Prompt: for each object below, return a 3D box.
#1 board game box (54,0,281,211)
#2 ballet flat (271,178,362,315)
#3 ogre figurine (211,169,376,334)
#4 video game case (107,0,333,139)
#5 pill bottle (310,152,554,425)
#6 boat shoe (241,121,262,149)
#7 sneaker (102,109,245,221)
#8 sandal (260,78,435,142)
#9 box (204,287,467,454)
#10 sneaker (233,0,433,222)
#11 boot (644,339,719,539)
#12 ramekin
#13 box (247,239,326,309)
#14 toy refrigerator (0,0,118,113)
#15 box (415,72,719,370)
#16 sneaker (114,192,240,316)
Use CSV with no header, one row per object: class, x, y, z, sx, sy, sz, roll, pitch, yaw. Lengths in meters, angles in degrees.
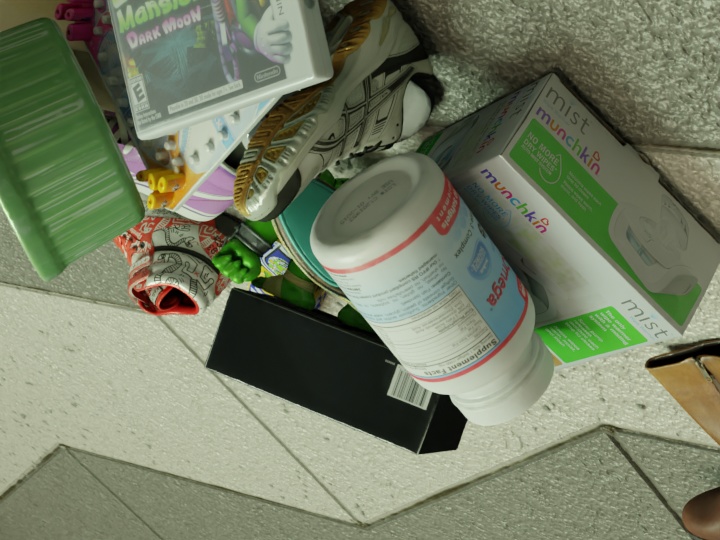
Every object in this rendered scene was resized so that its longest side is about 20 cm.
board game box,-0.146,-0.176,1.125,0.200,0.026,0.200,-42,70,43
ballet flat,0.000,0.000,1.189,0.200,0.071,0.071,40,148,-9
ogre figurine,-0.010,-0.018,1.264,0.200,0.120,0.098,22,-176,4
video game case,-0.111,-0.200,1.048,0.200,0.023,0.182,-12,91,45
pill bottle,0.059,0.019,1.097,0.109,0.109,0.200,-5,133,45
boat shoe,-0.103,-0.164,1.215,0.066,0.070,0.200,30,159,44
sneaker,-0.183,-0.117,1.322,0.200,0.073,0.114,19,152,-27
sandal,-0.042,-0.129,1.158,0.200,0.043,0.076,7,131,-4
box,-0.011,0.086,1.275,0.200,0.079,0.141,21,-176,18
sneaker,-0.012,-0.104,1.082,0.088,0.200,0.076,44,159,-29
boot,0.308,0.152,1.286,0.200,0.069,0.188,45,147,-19
ramekin,-0.249,-0.101,1.184,0.200,0.098,0.200,62,172,16
box,-0.064,0.007,1.410,0.064,0.070,0.200,30,149,5
toy refrigerator,-0.228,-0.191,1.284,0.200,0.070,0.076,17,150,27
box,0.144,-0.030,1.150,0.200,0.097,0.176,44,150,-16
sneaker,-0.214,-0.024,1.464,0.201,0.108,0.067,20,147,20
